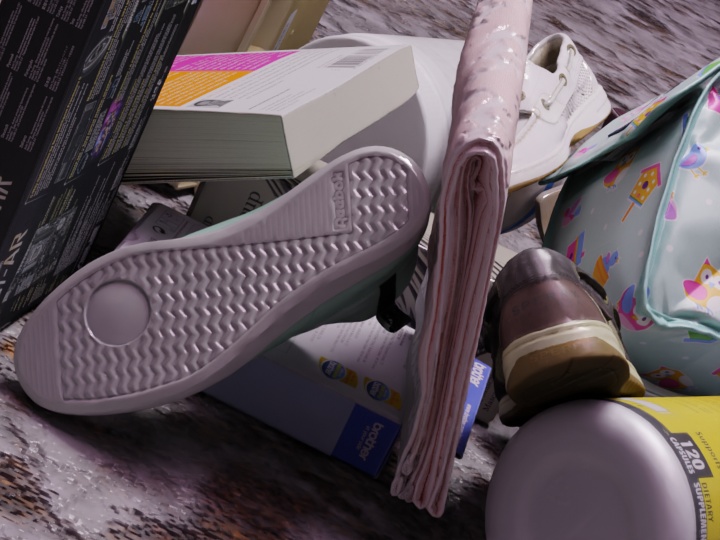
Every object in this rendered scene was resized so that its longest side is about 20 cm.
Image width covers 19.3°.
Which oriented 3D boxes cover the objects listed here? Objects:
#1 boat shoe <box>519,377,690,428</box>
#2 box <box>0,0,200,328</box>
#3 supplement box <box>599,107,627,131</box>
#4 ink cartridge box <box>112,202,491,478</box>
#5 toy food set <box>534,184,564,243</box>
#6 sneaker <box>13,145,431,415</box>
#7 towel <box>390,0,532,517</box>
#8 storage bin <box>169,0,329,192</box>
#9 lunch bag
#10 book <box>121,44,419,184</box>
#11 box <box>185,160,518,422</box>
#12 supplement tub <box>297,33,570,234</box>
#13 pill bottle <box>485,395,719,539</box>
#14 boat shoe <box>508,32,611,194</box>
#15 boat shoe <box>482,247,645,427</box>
[{"bbox_3d":[0.168,0.107,1.137,0.200,0.070,0.072,21,39,-20],"label":"boat shoe"},{"bbox_3d":[-0.137,-0.072,0.972,0.043,0.201,0.160,28,19,6],"label":"box"},{"bbox_3d":[0.245,-0.030,1.555,0.110,0.086,0.200,17,21,-23],"label":"supplement box"},{"bbox_3d":[-0.036,0.039,1.063,0.199,0.042,0.119,24,21,1],"label":"ink cartridge box"},{"bbox_3d":[0.229,-0.021,1.347,0.143,0.061,0.200,-19,37,-36],"label":"toy food set"},{"bbox_3d":[-0.056,0.021,0.971,0.118,0.199,0.074,78,-14,-74],"label":"sneaker"},{"bbox_3d":[0.047,-0.019,0.975,0.032,0.192,0.200,10,30,1],"label":"towel"},{"bbox_3d":[-0.080,-0.167,1.306,0.093,0.201,0.199,30,18,3],"label":"storage bin"},{"bbox_3d":[0.178,-0.029,1.197,0.121,0.201,0.170,21,-21,-16],"label":"lunch bag"},{"bbox_3d":[-0.087,-0.087,1.116,0.199,0.048,0.133,1,22,32],"label":"book"},{"bbox_3d":[0.000,0.000,1.154,0.199,0.083,0.068,24,20,-5],"label":"box"},{"bbox_3d":[0.038,-0.083,1.348,0.132,0.133,0.200,35,20,24],"label":"supplement tub"},{"bbox_3d":[0.157,0.116,1.004,0.199,0.113,0.112,3,30,-50],"label":"pill bottle"},{"bbox_3d":[0.088,-0.091,1.247,0.070,0.070,0.200,66,28,-12],"label":"boat shoe"},{"bbox_3d":[0.093,0.032,0.990,0.071,0.067,0.201,-11,-11,5],"label":"boat shoe"}]
